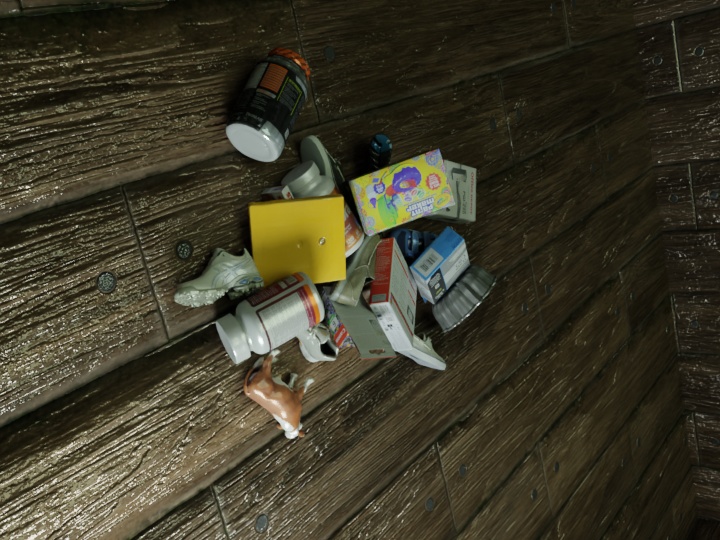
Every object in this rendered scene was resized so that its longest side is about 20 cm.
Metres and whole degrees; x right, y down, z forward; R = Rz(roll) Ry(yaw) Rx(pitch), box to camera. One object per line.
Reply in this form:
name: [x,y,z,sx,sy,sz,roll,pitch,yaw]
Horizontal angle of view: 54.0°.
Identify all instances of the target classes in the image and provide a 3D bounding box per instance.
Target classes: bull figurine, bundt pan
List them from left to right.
bull figurine: [-0.162,0.257,1.460,0.201,0.064,0.124,49,52,-38]
bundt pan: [0.261,0.061,1.843,0.076,0.202,0.202,44,53,-2]

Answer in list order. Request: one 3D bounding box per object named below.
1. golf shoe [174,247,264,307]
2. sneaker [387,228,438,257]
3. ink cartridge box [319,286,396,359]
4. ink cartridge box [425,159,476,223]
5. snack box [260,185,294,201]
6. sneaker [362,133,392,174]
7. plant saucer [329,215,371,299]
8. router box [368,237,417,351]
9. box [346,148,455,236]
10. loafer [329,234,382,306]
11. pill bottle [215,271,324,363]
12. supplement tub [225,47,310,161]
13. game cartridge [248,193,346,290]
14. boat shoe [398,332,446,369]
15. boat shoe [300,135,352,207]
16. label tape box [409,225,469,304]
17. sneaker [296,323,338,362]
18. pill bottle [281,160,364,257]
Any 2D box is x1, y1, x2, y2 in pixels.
golf shoe: [-0.279,0.010,1.345,0.197,0.077,0.100,-12,80,-51]
sneaker: [0.147,-0.068,1.787,0.197,0.081,0.077,2,90,-45]
ink cartridge box: [-0.012,0.125,1.540,0.107,0.051,0.202,3,45,-41]
ink cartridge box: [0.222,-0.209,1.869,0.197,0.083,0.151,4,87,-49]
snack box: [-0.135,-0.084,1.485,0.024,0.071,0.203,-47,122,-35]
sneaker: [0.037,-0.217,1.668,0.071,0.082,0.206,12,96,-5]
plant saucer: [-0.003,-0.026,1.657,0.197,0.036,0.208,-1,91,-47]
router box: [0.081,0.058,1.663,0.202,0.047,0.184,61,29,-47]
box: [0.082,-0.171,1.539,0.195,0.193,0.125,-20,98,-3]
loafer: [0.000,0.000,1.563,0.069,0.075,0.203,35,61,-8]
pill bottle: [-0.176,0.093,1.379,0.197,0.109,0.112,-28,111,-20]
supplement tub: [-0.179,-0.332,1.405,0.122,0.120,0.204,41,61,-38]
game cartridge: [-0.127,-0.058,1.441,0.194,0.032,0.182,-6,109,-14]
boat shoe: [0.157,0.196,1.807,0.198,0.070,0.072,30,71,-36]
boat shoe: [-0.073,-0.214,1.563,0.064,0.069,0.204,-47,130,-35]
label tape box: [0.208,0.003,1.783,0.143,0.066,0.201,-46,149,-10]
sneaker: [-0.111,0.119,1.495,0.201,0.090,0.077,50,57,-33]
pill bottle: [-0.083,-0.126,1.510,0.113,0.110,0.202,-51,120,-34]
